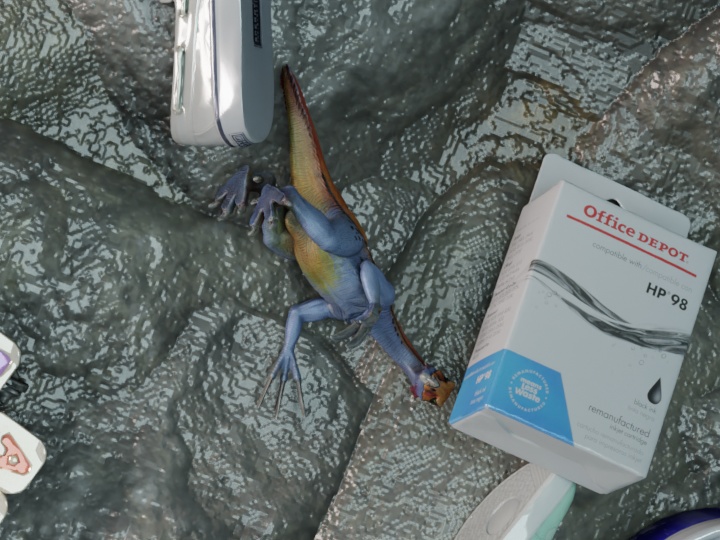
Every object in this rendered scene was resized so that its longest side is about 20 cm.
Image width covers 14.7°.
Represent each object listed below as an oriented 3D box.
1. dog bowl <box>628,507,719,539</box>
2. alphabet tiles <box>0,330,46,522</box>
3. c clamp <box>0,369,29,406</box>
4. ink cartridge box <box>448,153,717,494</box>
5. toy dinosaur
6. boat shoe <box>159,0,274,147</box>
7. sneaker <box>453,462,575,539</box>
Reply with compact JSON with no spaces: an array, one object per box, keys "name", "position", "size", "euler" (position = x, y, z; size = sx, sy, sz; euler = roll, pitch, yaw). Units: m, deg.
[{"name":"dog bowl","position":[0.240,0.255,1.803],"size":[0.200,0.079,0.201],"euler":[-1,93,-12]},{"name":"alphabet tiles","position":[-0.302,0.101,1.700],"size":[0.195,0.015,0.200],"euler":[37,87,-5]},{"name":"c clamp","position":[-0.272,0.117,1.725],"size":[0.171,0.027,0.200],"euler":[22,90,-6]},{"name":"ink cartridge box","position":[0.146,0.024,1.750],"size":[0.116,0.067,0.200],"euler":[24,70,-11]},{"name":"toy dinosaur","position":[0.000,0.000,1.743],"size":[0.181,0.105,0.200],"euler":[33,73,-31]},{"name":"boat shoe","position":[-0.092,-0.175,1.726],"size":[0.066,0.072,0.201],"euler":[-3,88,21]},{"name":"sneaker","position":[0.106,0.223,1.781],"size":[0.118,0.074,0.201],"euler":[33,85,-16]}]
